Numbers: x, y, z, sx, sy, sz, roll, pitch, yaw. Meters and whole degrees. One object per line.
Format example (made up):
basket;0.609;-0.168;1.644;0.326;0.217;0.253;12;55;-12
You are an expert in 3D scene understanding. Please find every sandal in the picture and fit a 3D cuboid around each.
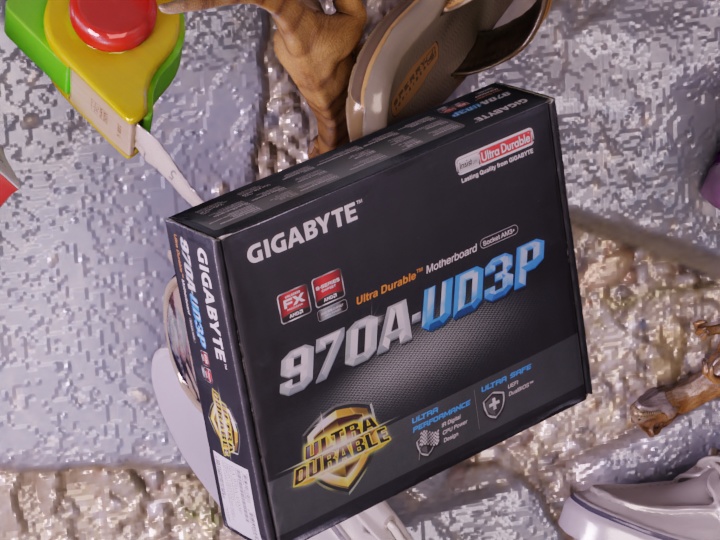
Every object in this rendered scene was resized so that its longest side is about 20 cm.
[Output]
sandal;0.060;-0.130;1.388;0.200;0.054;0.080;-57;149;-26

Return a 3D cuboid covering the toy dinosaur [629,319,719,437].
toy dinosaur;0.238;0.046;1.534;0.199;0.061;0.107;-3;126;-4

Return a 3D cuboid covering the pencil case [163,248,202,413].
pencil case;0.000;0.000;1.405;0.199;0.078;0.090;-25;121;-30

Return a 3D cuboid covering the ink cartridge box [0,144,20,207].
ink cartridge box;-0.293;-0.032;1.346;0.175;0.084;0.200;42;93;-21

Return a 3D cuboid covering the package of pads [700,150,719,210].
package of pads;0.250;-0.058;1.420;0.075;0.200;0.121;28;94;-16

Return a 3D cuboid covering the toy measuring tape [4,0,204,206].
toy measuring tape;-0.092;-0.086;1.363;0.200;0.074;0.074;44;93;13

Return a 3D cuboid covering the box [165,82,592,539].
box;0.013;0.019;1.340;0.199;0.046;0.160;-23;116;-31

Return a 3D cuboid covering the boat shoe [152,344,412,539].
boat shoe;-0.028;0.105;1.462;0.066;0.072;0.200;-44;103;-29

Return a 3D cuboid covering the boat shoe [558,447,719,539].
boat shoe;0.201;0.126;1.532;0.199;0.072;0.066;9;102;-19

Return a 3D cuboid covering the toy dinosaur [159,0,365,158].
toy dinosaur;-0.023;-0.113;1.358;0.060;0.107;0.200;3;152;21
